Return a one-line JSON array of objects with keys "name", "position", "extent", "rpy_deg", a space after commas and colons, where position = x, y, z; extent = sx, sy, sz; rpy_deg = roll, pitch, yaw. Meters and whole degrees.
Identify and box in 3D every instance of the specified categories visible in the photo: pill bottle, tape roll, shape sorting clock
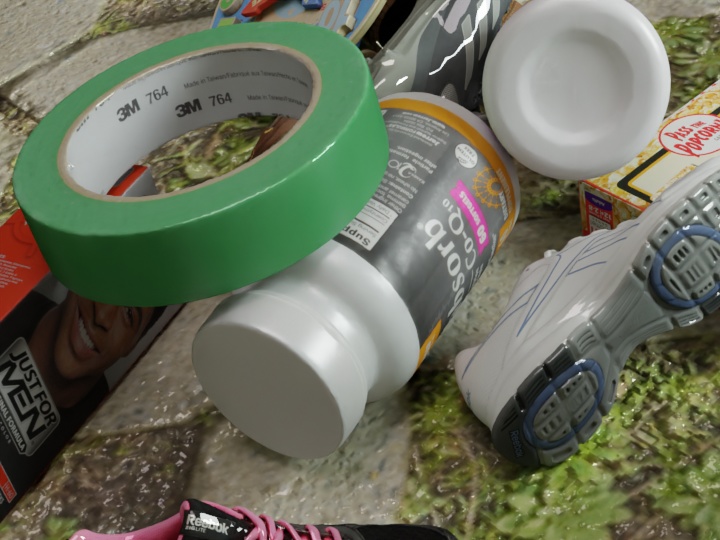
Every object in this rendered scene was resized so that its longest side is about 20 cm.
[{"name": "pill bottle", "position": [0.131, -0.121, 0.804], "extent": [0.103, 0.106, 0.200], "rpy_deg": [-5, 13, 10]}, {"name": "tape roll", "position": [-0.085, -0.064, 0.711], "extent": [0.198, 0.049, 0.202], "rpy_deg": [-12, 37, 9]}, {"name": "pill bottle", "position": [0.000, 0.000, 0.730], "extent": [0.115, 0.117, 0.200], "rpy_deg": [13, 46, 28]}, {"name": "shape sorting clock", "position": [-0.045, -0.212, 0.983], "extent": [0.199, 0.039, 0.202], "rpy_deg": [-24, 53, 35]}]

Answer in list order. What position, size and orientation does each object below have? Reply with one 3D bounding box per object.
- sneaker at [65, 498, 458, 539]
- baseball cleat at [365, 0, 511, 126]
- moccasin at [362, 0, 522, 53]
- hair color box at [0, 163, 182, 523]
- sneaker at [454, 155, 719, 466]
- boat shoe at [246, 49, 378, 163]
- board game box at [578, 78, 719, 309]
[{"name": "sneaker", "position": [-0.048, 0.140, 0.594], "extent": [0.197, 0.096, 0.079], "rpy_deg": [-10, 37, 2]}, {"name": "baseball cleat", "position": [0.065, -0.140, 0.888], "extent": [0.200, 0.107, 0.069], "rpy_deg": [-48, 20, -23]}, {"name": "moccasin", "position": [0.029, -0.188, 0.987], "extent": [0.200, 0.074, 0.077], "rpy_deg": [31, 47, 29]}, {"name": "hair color box", "position": [-0.183, 0.034, 0.752], "extent": [0.061, 0.102, 0.201], "rpy_deg": [10, 45, 27]}, {"name": "sneaker", "position": [0.126, 0.008, 0.694], "extent": [0.200, 0.075, 0.087], "rpy_deg": [-41, 35, -7]}, {"name": "boat shoe", "position": [-0.037, -0.068, 0.868], "extent": [0.067, 0.072, 0.201], "rpy_deg": [-19, 27, 40]}, {"name": "board game box", "position": [0.248, -0.036, 0.757], "extent": [0.151, 0.047, 0.199], "rpy_deg": [-34, 43, -23]}]
